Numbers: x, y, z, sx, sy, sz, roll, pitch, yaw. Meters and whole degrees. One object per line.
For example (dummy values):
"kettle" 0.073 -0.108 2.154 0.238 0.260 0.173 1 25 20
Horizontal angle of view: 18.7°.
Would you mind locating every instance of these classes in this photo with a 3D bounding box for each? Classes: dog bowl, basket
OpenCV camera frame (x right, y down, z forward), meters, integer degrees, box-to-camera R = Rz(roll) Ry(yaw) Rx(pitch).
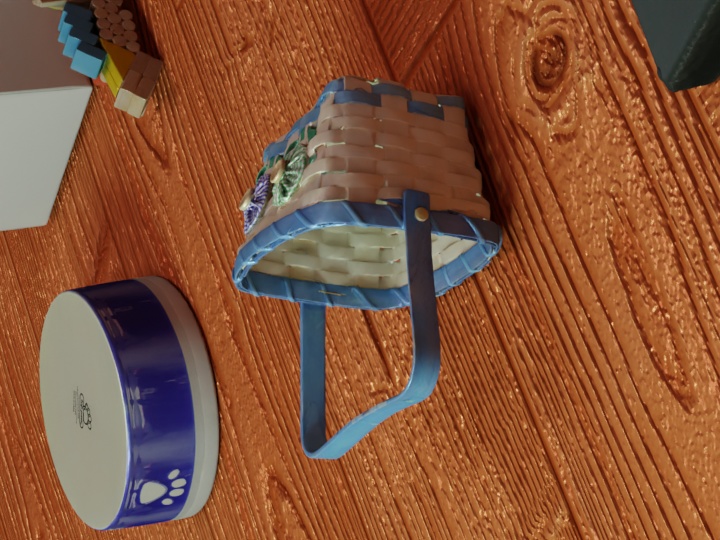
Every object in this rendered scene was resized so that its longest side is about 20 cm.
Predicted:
"dog bowl" -0.190 0.108 1.770 0.200 0.079 0.200 27 121 58
"basket" 0.000 0.000 1.307 0.176 0.139 0.200 140 128 -58

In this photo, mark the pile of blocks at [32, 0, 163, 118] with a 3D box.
"pile of blocks" -0.222 -0.192 1.750 0.200 0.082 0.062 65 148 29

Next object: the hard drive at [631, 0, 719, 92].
"hard drive" 0.143 -0.204 1.057 0.140 0.033 0.200 107 147 -68

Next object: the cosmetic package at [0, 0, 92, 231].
"cosmetic package" -0.339 -0.169 1.937 0.200 0.123 0.199 68 149 29
